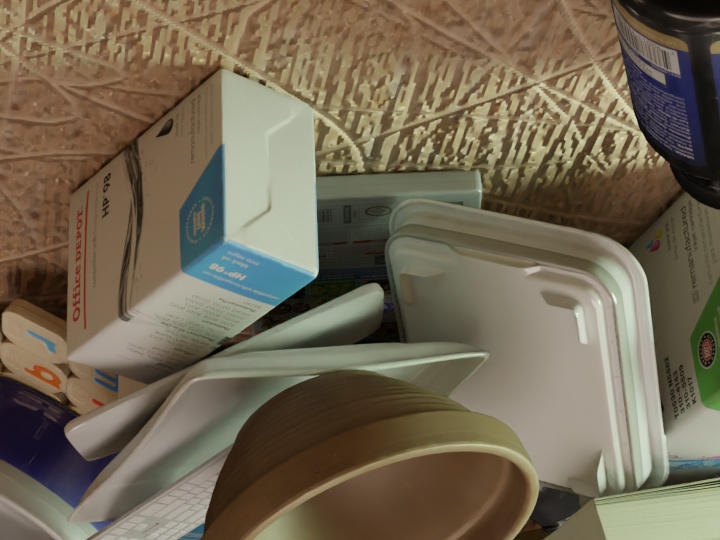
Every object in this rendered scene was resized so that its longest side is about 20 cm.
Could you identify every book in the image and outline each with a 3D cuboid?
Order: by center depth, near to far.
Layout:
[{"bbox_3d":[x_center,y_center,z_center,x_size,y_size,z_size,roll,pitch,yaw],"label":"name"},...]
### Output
[{"bbox_3d":[0.205,0.171,1.399,0.200,0.048,0.134,-4,157,-26],"label":"book"}]

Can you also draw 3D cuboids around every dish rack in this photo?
[{"bbox_3d":[0.092,0.057,1.331,0.172,0.044,0.200,13,133,30],"label":"dish rack"}]

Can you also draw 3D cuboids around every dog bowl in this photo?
[{"bbox_3d":[-0.235,0.159,1.510,0.200,0.079,0.200,22,147,15],"label":"dog bowl"}]

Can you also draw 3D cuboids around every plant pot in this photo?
[{"bbox_3d":[-0.008,0.120,1.248,0.201,0.093,0.201,-18,149,-11],"label":"plant pot"}]

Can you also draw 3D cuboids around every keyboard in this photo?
[{"bbox_3d":[-0.094,0.133,1.334,0.200,0.011,0.056,-35,152,33],"label":"keyboard"}]

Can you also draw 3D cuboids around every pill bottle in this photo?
[{"bbox_3d":[0.189,-0.115,1.139,0.112,0.112,0.200,-9,150,9],"label":"pill bottle"}]

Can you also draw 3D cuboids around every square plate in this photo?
[{"bbox_3d":[-0.053,0.092,1.323,0.200,0.028,0.198,-3,153,-32],"label":"square plate"}]

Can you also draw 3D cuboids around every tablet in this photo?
[{"bbox_3d":[-0.078,0.063,1.331,0.200,0.014,0.130,-25,170,-6],"label":"tablet"}]

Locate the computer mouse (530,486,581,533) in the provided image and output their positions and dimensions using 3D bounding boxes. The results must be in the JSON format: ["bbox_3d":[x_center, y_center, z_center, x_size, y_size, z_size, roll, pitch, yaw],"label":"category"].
[{"bbox_3d":[0.153,0.136,1.530,0.139,0.053,0.200,-47,152,11],"label":"computer mouse"}]

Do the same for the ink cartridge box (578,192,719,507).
[{"bbox_3d":[0.209,0.052,1.391,0.084,0.145,0.200,10,147,-22],"label":"ink cartridge box"}]

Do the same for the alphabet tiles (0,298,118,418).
[{"bbox_3d":[-0.191,0.090,1.465,0.196,0.015,0.200,27,148,7],"label":"alphabet tiles"}]

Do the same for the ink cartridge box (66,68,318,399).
[{"bbox_3d":[-0.110,-0.012,1.278,0.067,0.116,0.200,20,142,-33],"label":"ink cartridge box"}]

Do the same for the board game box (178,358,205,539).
[{"bbox_3d":[-0.111,0.132,1.563,0.151,0.047,0.200,5,145,0],"label":"board game box"}]

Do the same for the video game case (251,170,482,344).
[{"bbox_3d":[0.000,0.000,1.408,0.143,0.018,0.200,-3,149,-2],"label":"video game case"}]

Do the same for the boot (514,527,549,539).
[{"bbox_3d":[0.050,0.223,1.614,0.175,0.066,0.200,-26,155,32],"label":"boot"}]
